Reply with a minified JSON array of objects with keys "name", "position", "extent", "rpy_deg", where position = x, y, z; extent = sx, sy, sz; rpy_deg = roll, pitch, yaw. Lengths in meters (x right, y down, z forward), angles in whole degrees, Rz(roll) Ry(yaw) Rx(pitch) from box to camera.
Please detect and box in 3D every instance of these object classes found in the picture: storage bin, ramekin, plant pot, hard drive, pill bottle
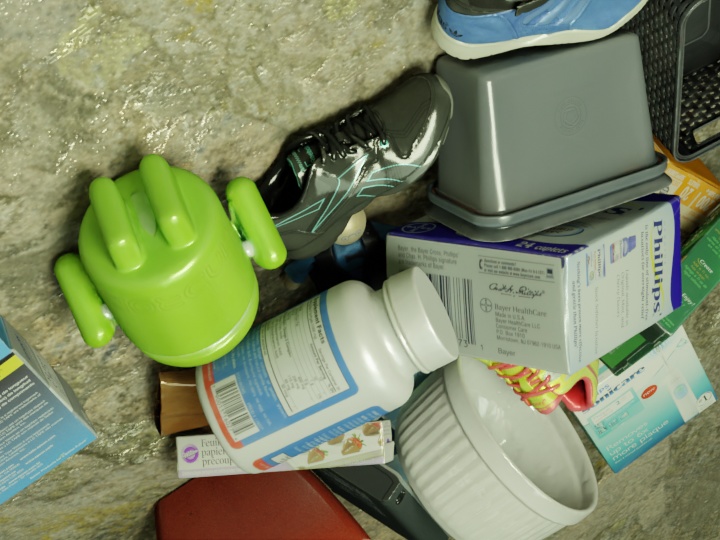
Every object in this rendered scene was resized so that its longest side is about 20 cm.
[{"name":"storage bin","position":[0.304,-0.209,1.506],"extent":[0.134,0.094,0.201],"rpy_deg":[-26,143,-12]},{"name":"storage bin","position":[0.148,-0.127,1.454],"extent":[0.198,0.145,0.136],"rpy_deg":[-17,114,-23]},{"name":"ramekin","position":[0.121,0.173,1.642],"extent":[0.105,0.201,0.199],"rpy_deg":[-39,146,21]},{"name":"plant pot","position":[-0.091,0.285,1.684],"extent":[0.199,0.177,0.200],"rpy_deg":[-33,145,-4]},{"name":"hard drive","position":[0.004,0.207,1.686],"extent":[0.033,0.139,0.200],"rpy_deg":[-55,154,-11]},{"name":"pill bottle","position":[-0.025,0.077,1.414],"extent":[0.199,0.113,0.112],"rpy_deg":[-25,147,13]}]

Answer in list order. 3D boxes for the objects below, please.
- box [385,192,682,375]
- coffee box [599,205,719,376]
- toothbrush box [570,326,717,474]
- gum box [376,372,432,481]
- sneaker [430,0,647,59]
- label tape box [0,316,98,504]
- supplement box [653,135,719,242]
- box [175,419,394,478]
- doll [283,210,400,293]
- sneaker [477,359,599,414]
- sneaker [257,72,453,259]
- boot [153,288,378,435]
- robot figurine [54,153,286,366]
[{"name":"box","position":[0.151,-0.001,1.487],"extent":[0.199,0.183,0.106],"rpy_deg":[-24,116,-49]},{"name":"coffee box","position":[0.307,0.006,1.639],"extent":[0.200,0.044,0.123],"rpy_deg":[-44,176,-27]},{"name":"toothbrush box","position":[0.288,0.113,1.876],"extent":[0.146,0.086,0.200],"rpy_deg":[-36,144,1]},{"name":"gum box","position":[0.053,0.123,1.728],"extent":[0.169,0.045,0.200],"rpy_deg":[-37,145,3]},{"name":"sneaker","position":[0.156,-0.233,1.356],"extent":[0.198,0.077,0.111],"rpy_deg":[-15,159,-17]},{"name":"label tape box","position":[-0.319,0.110,1.391],"extent":[0.143,0.066,0.200],"rpy_deg":[-34,142,-2]},{"name":"supplement box","position":[0.238,-0.039,1.666],"extent":[0.200,0.074,0.126],"rpy_deg":[-49,143,19]},{"name":"box","position":[-0.069,0.163,1.585],"extent":[0.198,0.039,0.041],"rpy_deg":[-6,175,13]},{"name":"doll","position":[0.000,0.000,1.534],"extent":[0.135,0.049,0.201],"rpy_deg":[-19,144,-1]},{"name":"sneaker","position":[0.161,0.087,1.623],"extent":[0.199,0.091,0.078],"rpy_deg":[12,156,-41]},{"name":"sneaker","position":[-0.009,-0.088,1.405],"extent":[0.200,0.076,0.079],"rpy_deg":[-44,142,11]},{"name":"boot","position":[-0.081,0.081,1.525],"extent":[0.198,0.069,0.189],"rpy_deg":[-3,155,-16]},{"name":"robot figurine","position":[-0.147,-0.001,1.355],"extent":[0.174,0.116,0.201],"rpy_deg":[-26,145,-2]}]
